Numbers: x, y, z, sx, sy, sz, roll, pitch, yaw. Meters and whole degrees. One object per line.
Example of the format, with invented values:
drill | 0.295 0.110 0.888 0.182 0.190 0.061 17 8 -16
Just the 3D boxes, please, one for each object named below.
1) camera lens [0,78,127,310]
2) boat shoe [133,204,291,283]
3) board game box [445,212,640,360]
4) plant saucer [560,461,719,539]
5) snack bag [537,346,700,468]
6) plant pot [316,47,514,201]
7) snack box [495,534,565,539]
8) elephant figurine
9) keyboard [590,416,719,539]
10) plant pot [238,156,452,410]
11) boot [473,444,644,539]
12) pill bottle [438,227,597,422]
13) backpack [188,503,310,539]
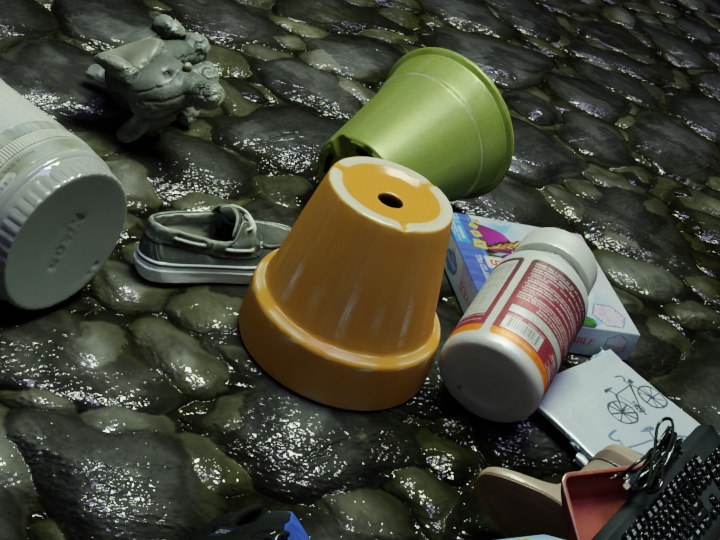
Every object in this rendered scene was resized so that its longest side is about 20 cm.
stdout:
camera lens | -0.333 -0.078 1.061 0.199 0.161 0.160 35 34 22
boat shoe | -0.135 -0.031 1.194 0.199 0.071 0.072 -9 43 -41
board game box | 0.200 0.015 1.357 0.198 0.041 0.201 8 35 -21
plant saucer | 0.257 0.262 0.960 0.198 0.037 0.202 1 66 -32
snack bag | 0.275 0.166 1.195 0.188 0.022 0.200 -14 47 -45
plant pot | 0.052 -0.139 1.387 0.199 0.201 0.190 34 46 20
snack box | 0.074 0.276 0.721 0.168 0.202 0.067 6 -2 -40
elephant figurine | -0.241 -0.216 1.341 0.141 0.155 0.200 39 19 -14
keyboard | 0.257 0.192 0.950 0.200 0.040 0.104 -33 86 -40
plant pot | 0.000 0.000 1.122 0.198 0.184 0.201 15 32 -10
boot | 0.207 0.205 1.038 0.200 0.070 0.146 39 41 2
pill bottle | 0.166 0.050 1.177 0.109 0.110 0.200 28 47 11
backpack | -0.087 0.242 0.706 0.161 0.169 0.200 -21 1 -3
